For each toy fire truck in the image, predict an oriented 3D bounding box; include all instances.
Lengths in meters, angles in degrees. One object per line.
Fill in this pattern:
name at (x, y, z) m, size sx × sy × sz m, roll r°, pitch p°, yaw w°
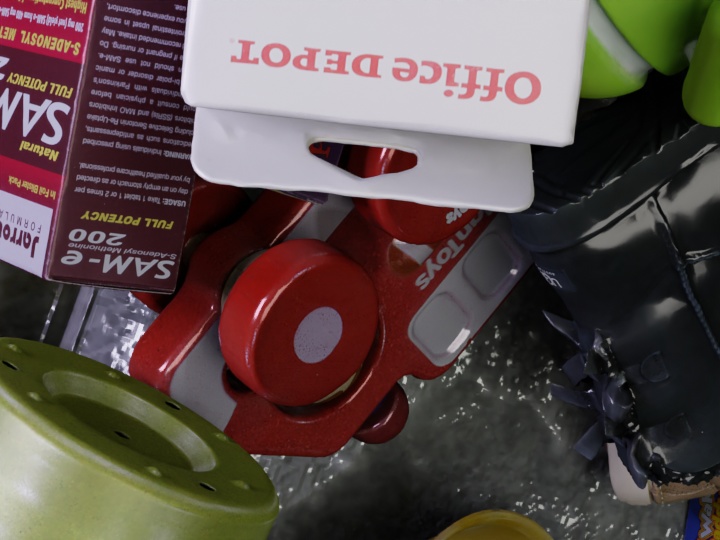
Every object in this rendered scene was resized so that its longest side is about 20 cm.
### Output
toy fire truck at (0.000, 0.000, 0.812) m, size 0.200 × 0.112 × 0.168 m, roll -52°, pitch 134°, yaw -7°

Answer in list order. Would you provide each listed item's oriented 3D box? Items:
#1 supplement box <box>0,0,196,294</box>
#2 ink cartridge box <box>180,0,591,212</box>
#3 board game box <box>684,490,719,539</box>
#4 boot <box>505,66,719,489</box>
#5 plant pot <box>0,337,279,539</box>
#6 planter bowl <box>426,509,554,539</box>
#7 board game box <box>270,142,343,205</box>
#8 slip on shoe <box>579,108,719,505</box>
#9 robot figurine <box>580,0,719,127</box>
supplement box at (-0.104, -0.101, 0.730) m, size 0.061 × 0.109 × 0.201 m, roll 6°, pitch 97°, yaw -37°
ink cartridge box at (0.008, -0.126, 0.633) m, size 0.128 × 0.125 × 0.201 m, roll 7°, pitch 98°, yaw -6°
board game box at (0.238, 0.124, 0.974) m, size 0.134 × 0.045 × 0.201 m, roll 4°, pitch 99°, yaw -26°
boot at (0.160, -0.009, 0.801) m, size 0.198 × 0.073 × 0.163 m, roll -33°, pitch 121°, yaw -7°
plant pot at (-0.129, 0.137, 0.702) m, size 0.200 × 0.200 × 0.194 m, roll 24°, pitch 99°, yaw -27°
planter bowl at (0.023, 0.206, 0.850) m, size 0.200 × 0.083 × 0.202 m, roll 0°, pitch 90°, yaw -53°
board game box at (-0.032, -0.135, 0.750) m, size 0.032 × 0.120 × 0.201 m, roll 18°, pitch 89°, yaw -43°
slip on shoe at (0.140, 0.019, 0.881) m, size 0.076 × 0.060 × 0.201 m, roll -46°, pitch 130°, yaw -61°
robot figurine at (0.123, -0.145, 0.736) m, size 0.199 × 0.176 × 0.116 m, roll -30°, pitch 159°, yaw 22°
